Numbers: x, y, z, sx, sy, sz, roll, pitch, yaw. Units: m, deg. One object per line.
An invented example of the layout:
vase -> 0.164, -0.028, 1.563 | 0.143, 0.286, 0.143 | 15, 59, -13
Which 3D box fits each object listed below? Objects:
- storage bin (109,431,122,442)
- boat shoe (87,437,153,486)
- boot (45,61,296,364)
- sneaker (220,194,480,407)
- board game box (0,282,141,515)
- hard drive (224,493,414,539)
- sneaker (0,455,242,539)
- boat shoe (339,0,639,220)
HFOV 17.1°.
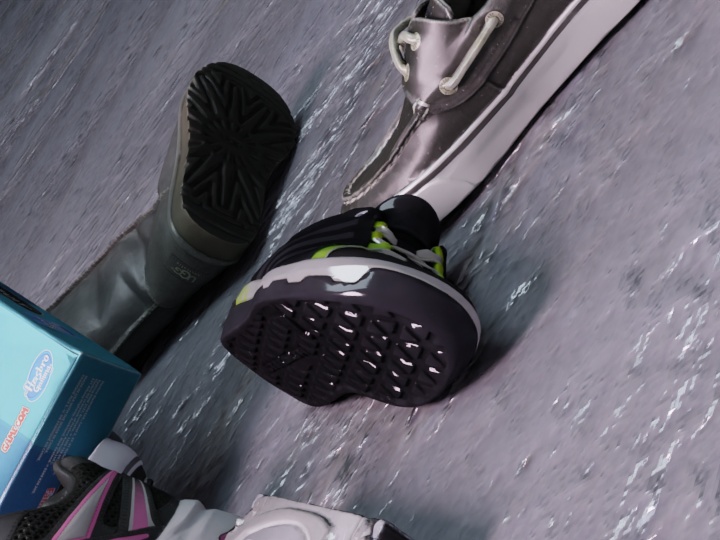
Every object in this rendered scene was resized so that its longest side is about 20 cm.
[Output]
storage bin -> -0.222, 0.108, 1.217 | 0.200, 0.134, 0.146 | -33, 25, 55
boat shoe -> -0.113, 0.151, 0.946 | 0.200, 0.057, 0.069 | -71, 5, -48
boot -> -0.124, -0.004, 1.326 | 0.200, 0.073, 0.182 | -51, 12, 35
sneaker -> 0.000, 0.000, 0.914 | 0.083, 0.072, 0.200 | -56, 15, -14
board game box -> -0.210, 0.064, 1.058 | 0.200, 0.047, 0.151 | 30, 93, 34
hard drive -> -0.057, 0.167, 0.781 | 0.200, 0.038, 0.140 | -57, 15, -11
sneaker -> -0.125, 0.137, 0.862 | 0.200, 0.086, 0.080 | -45, -19, -57
boat shoe -> 0.047, -0.091, 0.988 | 0.200, 0.064, 0.071 | -49, 16, 16
